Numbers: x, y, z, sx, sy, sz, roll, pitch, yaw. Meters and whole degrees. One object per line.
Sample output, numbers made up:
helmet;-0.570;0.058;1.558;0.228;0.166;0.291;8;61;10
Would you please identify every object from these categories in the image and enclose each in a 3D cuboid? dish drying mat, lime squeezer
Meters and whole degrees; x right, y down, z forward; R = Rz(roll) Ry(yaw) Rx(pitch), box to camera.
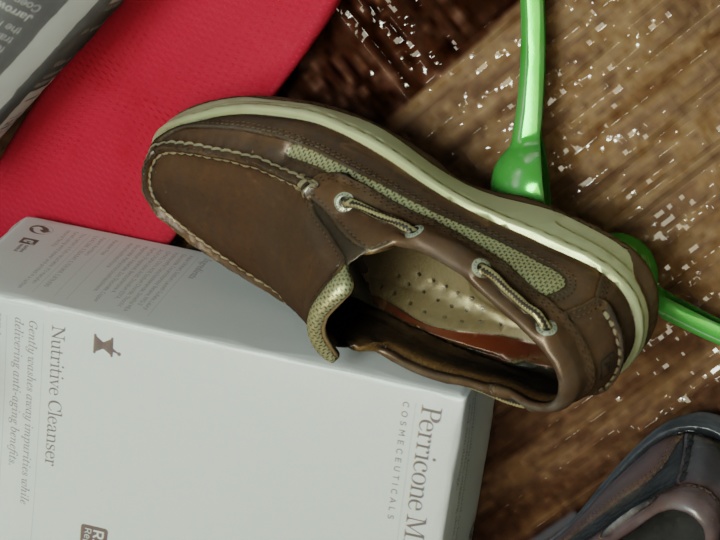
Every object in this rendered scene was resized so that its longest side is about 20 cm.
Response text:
dish drying mat;-0.077;-0.068;0.853;0.077;0.018;0.200;40;118;3
lime squeezer;0.093;-0.021;0.801;0.071;0.038;0.200;-36;92;-3

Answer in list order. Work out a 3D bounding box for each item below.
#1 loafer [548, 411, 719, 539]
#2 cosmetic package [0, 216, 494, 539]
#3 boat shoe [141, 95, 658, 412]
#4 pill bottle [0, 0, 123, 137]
loafer;0.081;0.138;0.839;0.072;0.063;0.200;36;117;6
cosmetic package;-0.053;0.059;0.844;0.199;0.081;0.113;10;114;13
boat shoe;0.000;-0.005;0.781;0.202;0.075;0.075;17;128;24
pill bottle;-0.159;-0.104;0.819;0.113;0.113;0.200;47;117;0
